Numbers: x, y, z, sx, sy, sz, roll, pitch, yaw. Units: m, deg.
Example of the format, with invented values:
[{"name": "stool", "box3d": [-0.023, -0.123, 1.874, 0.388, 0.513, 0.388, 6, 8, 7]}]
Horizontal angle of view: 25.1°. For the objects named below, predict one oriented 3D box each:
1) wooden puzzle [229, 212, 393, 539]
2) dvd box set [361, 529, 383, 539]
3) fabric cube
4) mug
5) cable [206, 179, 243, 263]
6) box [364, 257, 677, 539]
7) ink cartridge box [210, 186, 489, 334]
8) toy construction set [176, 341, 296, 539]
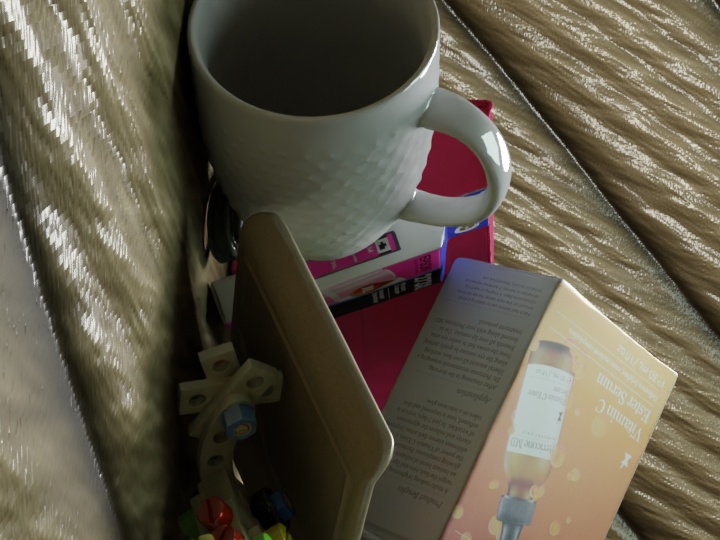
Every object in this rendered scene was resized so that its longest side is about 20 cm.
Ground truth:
[{"name": "wooden puzzle", "box3d": [-0.035, 0.091, 0.982, 0.186, 0.037, 0.200, 62, -27, 30]}, {"name": "dvd box set", "box3d": [0.002, 0.221, 1.113, 0.146, 0.029, 0.201, 17, 55, -50]}, {"name": "fabric cube", "box3d": [0.010, -0.001, 1.293, 0.200, 0.199, 0.197, 87, 6, -47]}, {"name": "mug", "box3d": [-0.003, -0.084, 0.991, 0.176, 0.199, 0.148, 89, 23, -56]}, {"name": "cable", "box3d": [-0.070, -0.076, 1.118, 0.200, 0.050, 0.098, -81, 168, -69]}, {"name": "box", "box3d": [0.103, 0.118, 1.118, 0.152, 0.106, 0.201, 34, 76, -38]}, {"name": "ink cartridge box", "box3d": [0.000, 0.000, 1.109, 0.095, 0.199, 0.037, 76, -8, -75]}, {"name": "toy construction set", "box3d": [-0.072, 0.146, 0.907, 0.131, 0.092, 0.201, 51, 25, -46]}]
